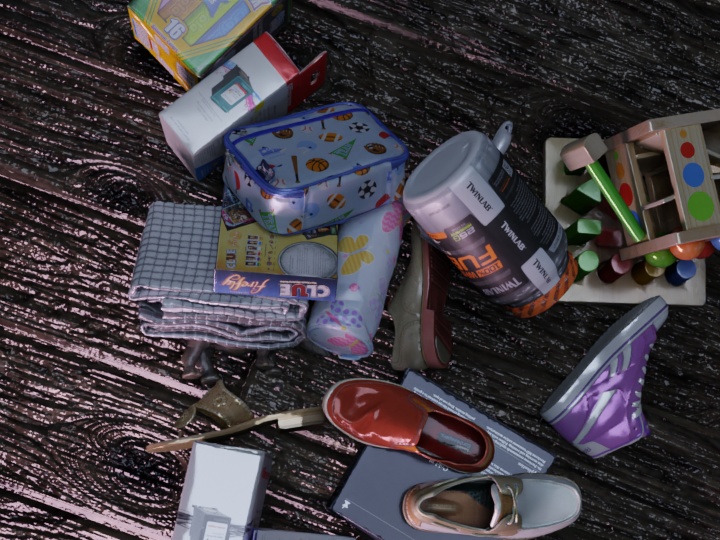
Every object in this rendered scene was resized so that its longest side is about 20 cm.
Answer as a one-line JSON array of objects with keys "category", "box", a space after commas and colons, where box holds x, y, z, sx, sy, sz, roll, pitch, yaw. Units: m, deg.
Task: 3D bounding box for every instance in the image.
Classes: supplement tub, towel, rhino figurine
[{"category": "supplement tub", "box": [0.150, -0.048, 1.612, 0.123, 0.122, 0.200, -47, 111, -10]}, {"category": "towel", "box": [-0.157, 0.009, 1.626, 0.198, 0.086, 0.166, 4, 39, -4]}, {"category": "rhino figurine", "box": [-0.113, 0.076, 1.667, 0.198, 0.060, 0.088, -6, 71, -8]}]

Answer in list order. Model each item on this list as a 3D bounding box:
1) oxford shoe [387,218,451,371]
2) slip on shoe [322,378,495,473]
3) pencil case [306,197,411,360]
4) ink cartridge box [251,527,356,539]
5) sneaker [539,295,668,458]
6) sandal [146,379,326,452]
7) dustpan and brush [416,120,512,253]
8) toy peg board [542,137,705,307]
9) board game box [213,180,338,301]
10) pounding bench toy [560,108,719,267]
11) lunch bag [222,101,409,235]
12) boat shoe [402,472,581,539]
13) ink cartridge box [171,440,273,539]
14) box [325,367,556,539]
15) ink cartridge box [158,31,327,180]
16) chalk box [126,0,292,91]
[{"category": "oxford shoe", "box": [0.062, 0.023, 1.678, 0.074, 0.070, 0.202, -12, 58, 24]}, {"category": "slip on shoe", "box": [0.055, 0.168, 1.561, 0.198, 0.061, 0.075, 21, 81, 1]}, {"category": "pencil case", "box": [0.000, 0.000, 1.657, 0.082, 0.091, 0.201, 10, 66, 16]}, {"category": "ink cartridge box", "box": [-0.077, 0.335, 1.570, 0.039, 0.200, 0.100, 2, 78, 32]}, {"category": "sneaker", "box": [0.316, 0.132, 1.689, 0.114, 0.073, 0.201, 41, 92, -1]}, {"category": "sandal", "box": [-0.147, 0.159, 1.647, 0.210, 0.078, 0.070, -7, 79, -14]}, {"category": "dustpan and brush", "box": [0.148, -0.095, 1.713, 0.139, 0.057, 0.201, 34, 76, -25]}, {"category": "toy peg board", "box": [0.323, -0.064, 1.703, 0.197, 0.098, 0.202, 2, 81, -4]}, {"category": "board game box", "box": [-0.092, -0.048, 1.610, 0.134, 0.035, 0.201, 5, 40, -4]}, {"category": "pounding bench toy", "box": [0.329, -0.082, 1.605, 0.198, 0.124, 0.157, -10, 86, -21]}, {"category": "lunch bag", "box": [-0.057, -0.122, 1.619, 0.199, 0.076, 0.160, -15, 43, -25]}, {"category": "boat shoe", "box": [0.147, 0.257, 1.548, 0.198, 0.068, 0.075, -4, 81, -6]}, {"category": "ink cartridge box", "box": [-0.160, 0.294, 1.585, 0.083, 0.145, 0.202, 11, 80, 2]}, {"category": "box", "box": [0.089, 0.243, 1.633, 0.199, 0.104, 0.183, 31, 78, 1]}, {"category": "ink cartridge box", "box": [-0.135, -0.203, 1.680, 0.200, 0.116, 0.067, -39, 83, -10]}, {"category": "chalk box", "box": [-0.162, -0.320, 1.694, 0.124, 0.124, 0.200, 44, 80, 3]}]
